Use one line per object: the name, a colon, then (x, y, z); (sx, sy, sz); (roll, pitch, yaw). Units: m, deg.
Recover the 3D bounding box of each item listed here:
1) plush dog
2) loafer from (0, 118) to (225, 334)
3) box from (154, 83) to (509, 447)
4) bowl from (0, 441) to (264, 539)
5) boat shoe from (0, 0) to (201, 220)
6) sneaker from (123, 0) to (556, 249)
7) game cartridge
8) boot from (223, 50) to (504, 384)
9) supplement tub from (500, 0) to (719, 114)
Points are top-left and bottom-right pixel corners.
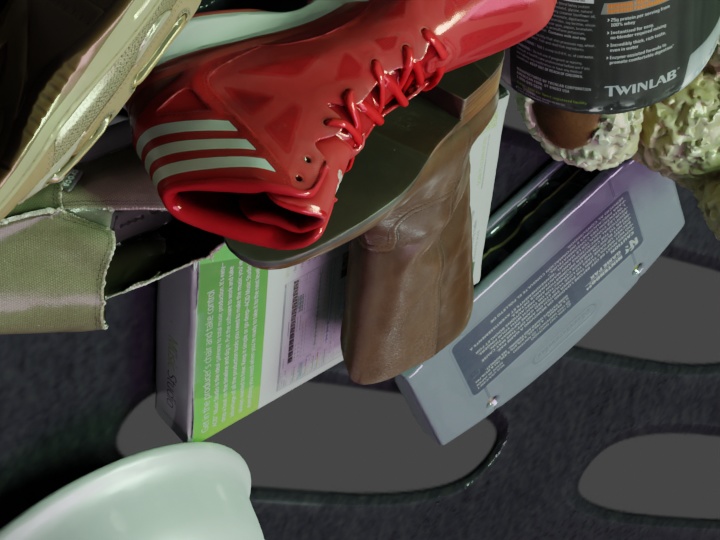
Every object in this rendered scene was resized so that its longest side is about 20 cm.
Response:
plush dog: (0.200, -0.122, 1.346); (0.172, 0.200, 0.161); (-57, -172, 28)
loafer: (-0.137, -0.009, 1.116); (0.200, 0.070, 0.075); (-27, 145, -30)
box: (-0.016, -0.009, 1.309); (0.200, 0.036, 0.144); (-30, 146, -29)
bowl: (-0.120, 0.185, 1.323); (0.201, 0.090, 0.201); (-30, 155, -16)
boat shoe: (-0.137, -0.059, 1.054); (0.200, 0.071, 0.065); (-47, 150, -1)
sneaker: (0.001, -0.066, 1.116); (0.200, 0.116, 0.078); (-18, 146, 0)
game cartridge: (0.099, 0.007, 1.475); (0.200, 0.041, 0.133); (-42, 147, -9)
boot: (0.000, 0.000, 1.233); (0.186, 0.064, 0.200); (-38, 153, -32)
supplement tub: (0.109, -0.176, 1.177); (0.122, 0.123, 0.200); (-34, 148, -21)
